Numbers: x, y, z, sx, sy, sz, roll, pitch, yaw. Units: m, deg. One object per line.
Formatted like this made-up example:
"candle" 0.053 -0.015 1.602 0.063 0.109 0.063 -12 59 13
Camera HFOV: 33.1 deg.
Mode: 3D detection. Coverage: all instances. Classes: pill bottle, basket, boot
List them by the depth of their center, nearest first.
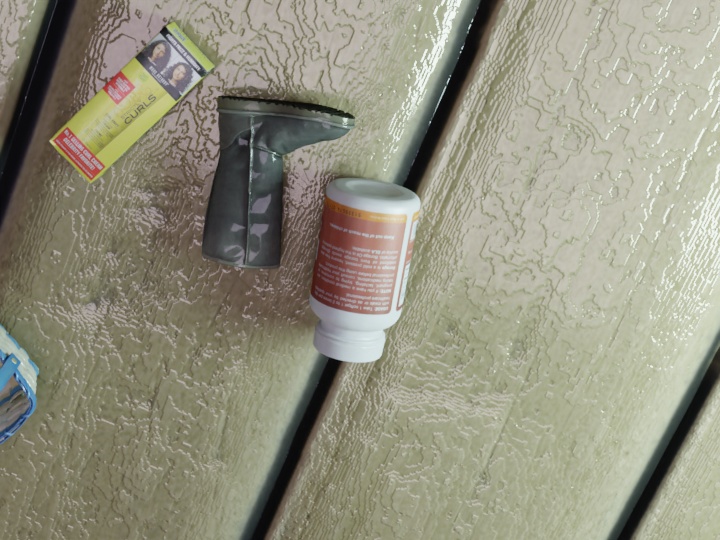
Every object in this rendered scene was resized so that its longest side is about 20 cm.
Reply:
"pill bottle" 0.000 0.000 1.425 0.112 0.112 0.201 10 107 2
"boot" -0.099 -0.099 1.426 0.181 0.073 0.201 8 101 17
"basket" -0.478 0.157 1.462 0.176 0.200 0.139 -34 101 14

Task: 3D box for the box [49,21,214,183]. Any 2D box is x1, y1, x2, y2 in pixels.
"box" -0.268 -0.196 1.421 0.200 0.050 0.075 -40 100 14
